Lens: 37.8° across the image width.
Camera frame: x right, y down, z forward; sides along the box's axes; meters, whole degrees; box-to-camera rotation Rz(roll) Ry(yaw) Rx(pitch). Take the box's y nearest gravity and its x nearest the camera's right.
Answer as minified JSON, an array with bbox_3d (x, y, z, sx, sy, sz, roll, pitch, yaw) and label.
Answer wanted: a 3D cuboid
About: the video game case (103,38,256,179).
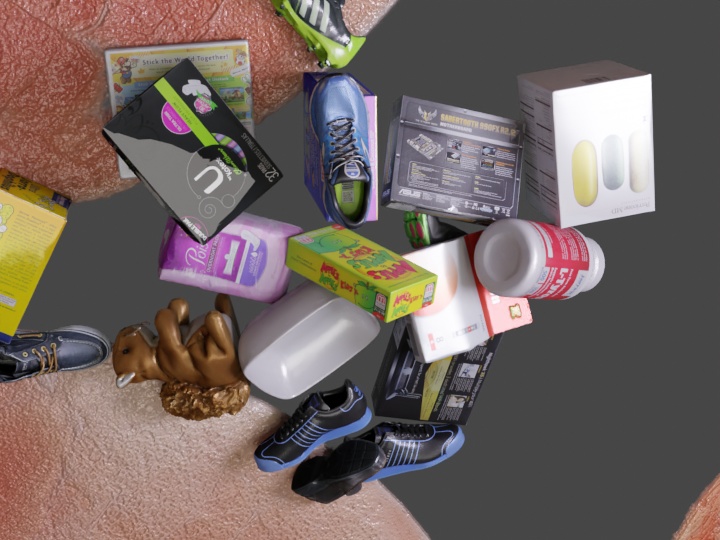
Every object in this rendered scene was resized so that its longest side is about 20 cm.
[{"bbox_3d":[-0.250,-0.228,1.486,0.198,0.023,0.183,-6,110,-8],"label":"video game case"}]

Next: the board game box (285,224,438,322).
[{"bbox_3d":[0.000,0.000,1.481,0.101,0.199,0.048,-18,125,-45],"label":"board game box"}]

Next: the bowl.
[{"bbox_3d":[-0.083,0.093,1.568,0.199,0.075,0.200,-36,151,4],"label":"bowl"}]

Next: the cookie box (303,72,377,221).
[{"bbox_3d":[-0.030,-0.175,1.452,0.075,0.200,0.172,-4,110,-10],"label":"cookie box"}]

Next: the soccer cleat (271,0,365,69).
[{"bbox_3d":[-0.073,-0.372,1.455,0.081,0.067,0.200,-45,113,-13],"label":"soccer cleat"}]

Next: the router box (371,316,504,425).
[{"bbox_3d":[0.117,0.147,1.645,0.156,0.052,0.201,9,123,-14],"label":"router box"}]

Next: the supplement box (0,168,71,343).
[{"bbox_3d":[-0.494,-0.021,1.461,0.109,0.109,0.201,25,102,-18],"label":"supplement box"}]

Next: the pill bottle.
[{"bbox_3d":[0.268,-0.014,1.539,0.199,0.112,0.113,3,111,-45],"label":"pill bottle"}]

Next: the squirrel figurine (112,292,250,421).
[{"bbox_3d":[-0.266,0.145,1.553,0.185,0.142,0.201,-16,109,1],"label":"squirrel figurine"}]

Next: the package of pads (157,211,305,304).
[{"bbox_3d":[-0.189,-0.028,1.538,0.199,0.076,0.121,14,102,-16],"label":"package of pads"}]

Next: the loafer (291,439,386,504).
[{"bbox_3d":[-0.022,0.320,1.657,0.072,0.073,0.199,39,140,-23],"label":"loafer"}]

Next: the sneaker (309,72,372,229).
[{"bbox_3d":[-0.014,-0.145,1.310,0.078,0.089,0.201,-12,110,-9],"label":"sneaker"}]

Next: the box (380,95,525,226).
[{"bbox_3d":[0.137,-0.156,1.539,0.199,0.048,0.160,9,79,-15],"label":"box"}]

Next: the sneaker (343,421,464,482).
[{"bbox_3d":[0.068,0.277,1.698,0.199,0.070,0.078,-19,119,-3],"label":"sneaker"}]

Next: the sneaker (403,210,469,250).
[{"bbox_3d":[0.130,-0.040,1.608,0.084,0.077,0.201,-37,118,-13],"label":"sneaker"}]

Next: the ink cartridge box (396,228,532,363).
[{"bbox_3d":[0.156,0.032,1.548,0.199,0.050,0.163,-16,95,-14],"label":"ink cartridge box"}]

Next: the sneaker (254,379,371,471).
[{"bbox_3d":[-0.084,0.238,1.641,0.199,0.070,0.078,-28,122,-3],"label":"sneaker"}]

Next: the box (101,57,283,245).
[{"bbox_3d":[-0.228,-0.157,1.410,0.148,0.124,0.200,-42,103,-9],"label":"box"}]

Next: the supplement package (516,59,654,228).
[{"bbox_3d":[0.331,-0.189,1.546,0.151,0.151,0.201,-11,111,-8],"label":"supplement package"}]

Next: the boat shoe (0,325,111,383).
[{"bbox_3d":[-0.465,0.128,1.528,0.199,0.091,0.071,0,109,-12],"label":"boat shoe"}]
